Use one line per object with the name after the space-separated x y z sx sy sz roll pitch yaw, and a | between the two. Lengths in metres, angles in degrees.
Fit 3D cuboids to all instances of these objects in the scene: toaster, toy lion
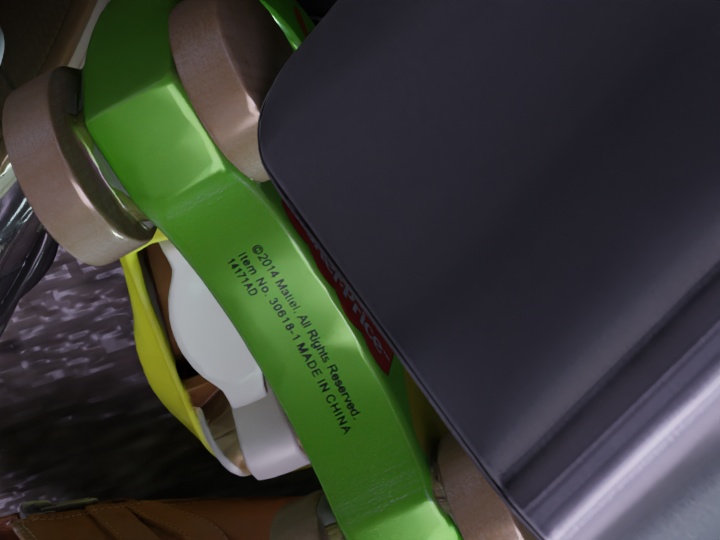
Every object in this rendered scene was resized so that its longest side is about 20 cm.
0.094 0.013 0.590 0.119 0.200 0.181 -45 130 7 | toaster
0.000 0.000 0.721 0.068 0.192 0.201 -26 107 17 | toy lion

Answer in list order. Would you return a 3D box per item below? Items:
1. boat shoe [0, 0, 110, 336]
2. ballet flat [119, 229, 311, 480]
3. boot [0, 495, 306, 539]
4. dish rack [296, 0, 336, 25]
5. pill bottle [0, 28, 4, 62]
-0.120 -0.019 0.797 0.066 0.072 0.201 12 116 -53 | boat shoe
-0.036 0.022 0.809 0.066 0.067 0.200 -20 142 1 | ballet flat
-0.027 0.097 0.824 0.154 0.074 0.199 9 160 -41 | boot
0.019 -0.112 0.680 0.153 0.055 0.200 10 160 21 | dish rack
-0.198 -0.088 0.688 0.111 0.112 0.200 -39 110 19 | pill bottle
